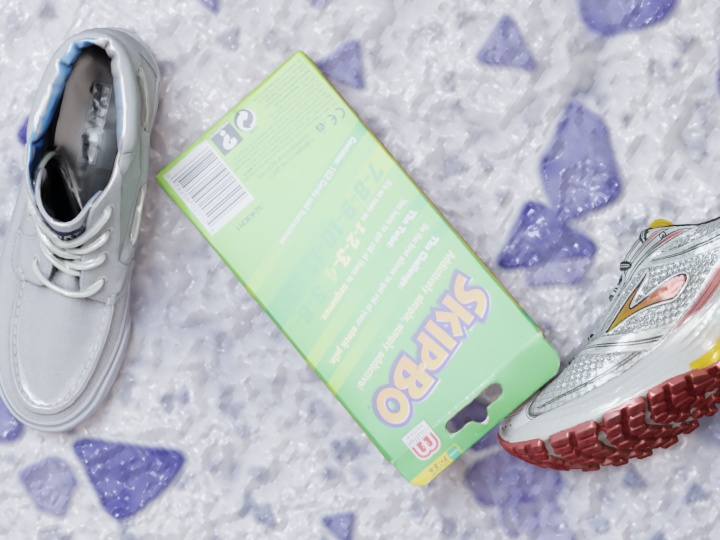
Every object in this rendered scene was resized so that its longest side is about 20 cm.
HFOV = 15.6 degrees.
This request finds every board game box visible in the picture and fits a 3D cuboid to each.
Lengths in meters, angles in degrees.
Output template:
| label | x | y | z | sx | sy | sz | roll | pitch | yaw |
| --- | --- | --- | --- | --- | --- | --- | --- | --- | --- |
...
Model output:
| label | x | y | z | sx | sy | sz | roll | pitch | yaw |
| --- | --- | --- | --- | --- | --- | --- | --- | --- | --- |
| board game box | 0.000 | 0.000 | 1.259 | 0.096 | 0.030 | 0.200 | -41 | 77 | 5 |

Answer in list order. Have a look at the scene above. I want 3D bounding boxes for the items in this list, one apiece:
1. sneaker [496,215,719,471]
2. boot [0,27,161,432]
| label | x | y | z | sx | sy | sz | roll | pitch | yaw |
| --- | --- | --- | --- | --- | --- | --- | --- | --- | --- |
| sneaker | 0.148 | 0.025 | 1.251 | 0.200 | 0.078 | 0.082 | -36 | 63 | 8 |
| boot | -0.142 | -0.019 | 1.247 | 0.073 | 0.096 | 0.200 | 9 | 93 | 3 |
